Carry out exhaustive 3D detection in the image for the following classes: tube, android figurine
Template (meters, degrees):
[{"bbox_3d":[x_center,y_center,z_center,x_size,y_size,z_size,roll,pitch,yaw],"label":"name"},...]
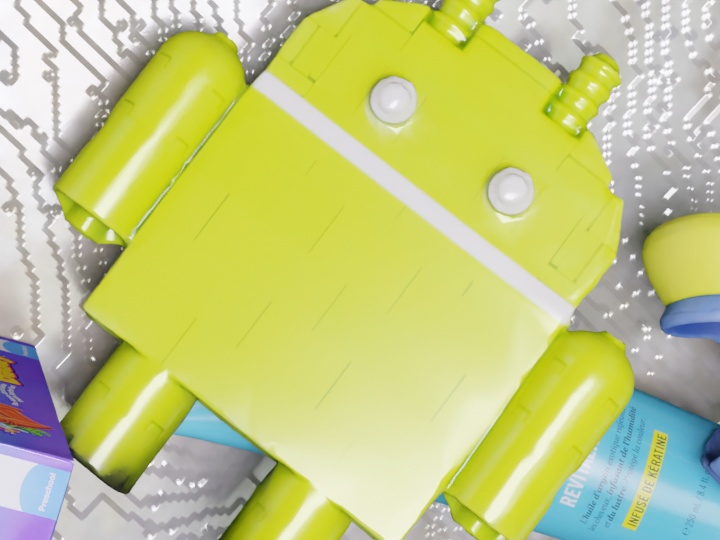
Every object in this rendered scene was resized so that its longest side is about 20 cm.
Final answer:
[{"bbox_3d":[0.027,0.044,0.845,0.199,0.050,0.078,20,82,-10],"label":"tube"},{"bbox_3d":[0.000,0.000,0.806,0.182,0.041,0.200,39,86,1],"label":"android figurine"}]

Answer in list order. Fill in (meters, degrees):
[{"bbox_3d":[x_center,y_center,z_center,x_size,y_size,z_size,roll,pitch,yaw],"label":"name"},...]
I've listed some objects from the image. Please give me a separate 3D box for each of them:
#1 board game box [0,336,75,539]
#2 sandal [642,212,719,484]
[{"bbox_3d":[-0.140,0.126,0.779,0.045,0.134,0.201,16,98,-14],"label":"board game box"},{"bbox_3d":[0.182,0.039,0.830,0.199,0.079,0.088,8,81,-5],"label":"sandal"}]
